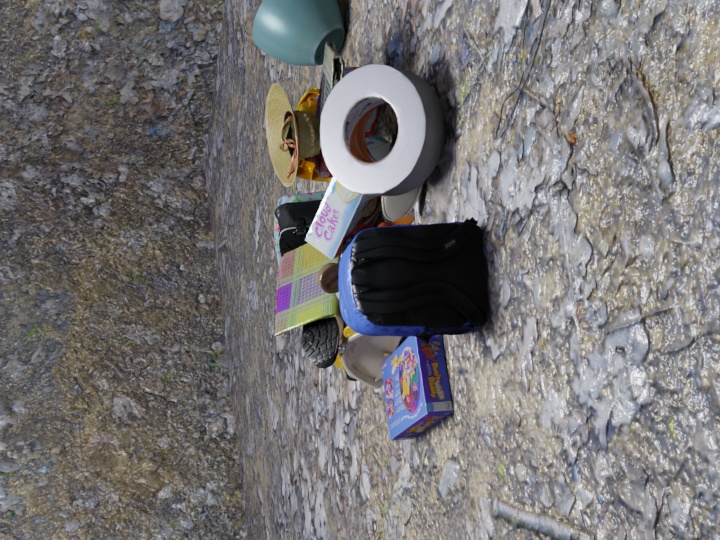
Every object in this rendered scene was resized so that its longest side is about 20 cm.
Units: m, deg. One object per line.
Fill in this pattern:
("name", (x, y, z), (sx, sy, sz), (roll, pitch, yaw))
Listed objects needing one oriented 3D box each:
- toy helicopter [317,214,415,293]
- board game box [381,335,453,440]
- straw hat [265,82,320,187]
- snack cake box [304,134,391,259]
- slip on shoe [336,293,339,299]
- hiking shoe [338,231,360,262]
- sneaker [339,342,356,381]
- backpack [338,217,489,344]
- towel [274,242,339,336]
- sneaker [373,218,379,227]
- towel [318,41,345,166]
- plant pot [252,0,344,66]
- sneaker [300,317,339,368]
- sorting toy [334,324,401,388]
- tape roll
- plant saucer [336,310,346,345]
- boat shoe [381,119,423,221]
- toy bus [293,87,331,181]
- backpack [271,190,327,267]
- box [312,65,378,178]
("toy helicopter", (0.026, -0.015, 1.489), (0.079, 0.198, 0.134), (-135, 36, -58))
("board game box", (0.089, 0.192, 1.562), (0.200, 0.044, 0.136), (126, 140, -64))
("straw hat", (-0.113, -0.259, 1.806), (0.201, 0.084, 0.204), (171, 90, -70))
("snack cake box", (-0.008, -0.128, 1.651), (0.067, 0.115, 0.201), (34, 118, 16))
("slip on shoe", (0.000, 0.000, 1.706), (0.200, 0.061, 0.075), (-58, -50, -70))
("hiking shoe", (0.003, -0.026, 1.602), (0.200, 0.086, 0.075), (-14, -75, -64))
("sneaker", (-0.028, 0.144, 1.909), (0.201, 0.073, 0.088), (-117, 36, -47))
("backpack", (0.065, 0.025, 1.361), (0.168, 0.197, 0.165), (134, 132, -67))
("towel", (-0.093, 0.020, 1.730), (0.142, 0.023, 0.202), (-23, 45, 26))
("sneaker", (0.001, -0.118, 1.798), (0.075, 0.080, 0.201), (-46, 47, 25))
("towel", (-0.047, -0.291, 1.655), (0.200, 0.034, 0.195), (-106, 19, -68))
("plant pot", (-0.111, -0.512, 2.006), (0.135, 0.199, 0.201), (43, 145, 17))
("sneaker", (-0.064, 0.107, 1.727), (0.088, 0.075, 0.201), (54, -166, -43))
("sorting toy", (0.023, 0.082, 1.740), (0.201, 0.106, 0.182), (110, 173, -51))
("tape roll", (0.032, -0.219, 1.494), (0.198, 0.066, 0.203), (1, 92, 33))
("plant saucer", (-0.065, 0.051, 1.834), (0.200, 0.029, 0.202), (43, 141, 49))
("boat shoe", (0.077, -0.182, 1.563), (0.057, 0.066, 0.202), (-80, 0, -71))
("toy bus", (-0.089, -0.319, 2.033), (0.200, 0.134, 0.194), (119, 162, -56))
("backpack", (-0.093, -0.060, 1.945), (0.152, 0.175, 0.201), (-104, 10, -45))
("box", (-0.031, -0.287, 1.845), (0.096, 0.098, 0.202), (-111, 25, -46))
